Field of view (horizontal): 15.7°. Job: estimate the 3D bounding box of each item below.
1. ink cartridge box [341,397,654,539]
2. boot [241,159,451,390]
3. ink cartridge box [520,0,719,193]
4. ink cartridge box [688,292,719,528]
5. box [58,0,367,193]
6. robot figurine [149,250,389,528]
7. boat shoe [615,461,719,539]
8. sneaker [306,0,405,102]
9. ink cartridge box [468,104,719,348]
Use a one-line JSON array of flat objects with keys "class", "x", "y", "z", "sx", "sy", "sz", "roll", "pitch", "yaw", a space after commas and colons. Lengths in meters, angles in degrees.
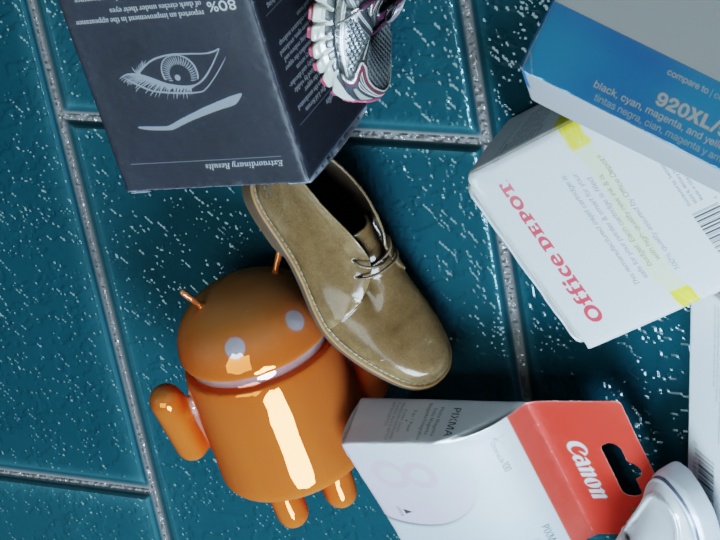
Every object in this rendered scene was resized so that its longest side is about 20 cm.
[{"class": "ink cartridge box", "x": 0.106, "y": 0.154, "z": 1.831, "sx": 0.199, "sy": 0.057, "sz": 0.163, "roll": 3, "pitch": 142, "yaw": 30}, {"class": "boot", "x": 0.000, "y": 0.000, "z": 1.781, "sx": 0.200, "sy": 0.074, "sz": 0.075, "roll": 51, "pitch": 154, "yaw": -11}, {"class": "ink cartridge box", "x": 0.199, "y": -0.162, "z": 1.469, "sx": 0.144, "sy": 0.147, "sz": 0.201, "roll": 27, "pitch": 91, "yaw": 7}, {"class": "ink cartridge box", "x": 0.279, "y": 0.117, "z": 1.689, "sx": 0.173, "sy": 0.043, "sz": 0.201, "roll": 40, "pitch": 143, "yaw": 46}, {"class": "box", "x": -0.102, "y": -0.162, "z": 1.712, "sx": 0.147, "sy": 0.104, "sz": 0.201, "roll": -1, "pitch": 122, "yaw": 28}, {"class": "robot figurine", "x": -0.064, "y": 0.084, "z": 1.854, "sx": 0.143, "sy": 0.117, "sz": 0.201, "roll": -3, "pitch": 120, "yaw": 28}, {"class": "boat shoe", "x": 0.201, "y": 0.212, "z": 1.805, "sx": 0.074, "sy": 0.065, "sz": 0.201, "roll": 49, "pitch": 153, "yaw": 35}, {"class": "sneaker", "x": 0.012, "y": -0.193, "z": 1.647, "sx": 0.074, "sy": 0.081, "sz": 0.201, "roll": 15, "pitch": 126, "yaw": 14}, {"class": "ink cartridge box", "x": 0.189, "y": -0.058, "z": 1.645, "sx": 0.199, "sy": 0.083, "sz": 0.145, "roll": -26, "pitch": 107, "yaw": 37}]
